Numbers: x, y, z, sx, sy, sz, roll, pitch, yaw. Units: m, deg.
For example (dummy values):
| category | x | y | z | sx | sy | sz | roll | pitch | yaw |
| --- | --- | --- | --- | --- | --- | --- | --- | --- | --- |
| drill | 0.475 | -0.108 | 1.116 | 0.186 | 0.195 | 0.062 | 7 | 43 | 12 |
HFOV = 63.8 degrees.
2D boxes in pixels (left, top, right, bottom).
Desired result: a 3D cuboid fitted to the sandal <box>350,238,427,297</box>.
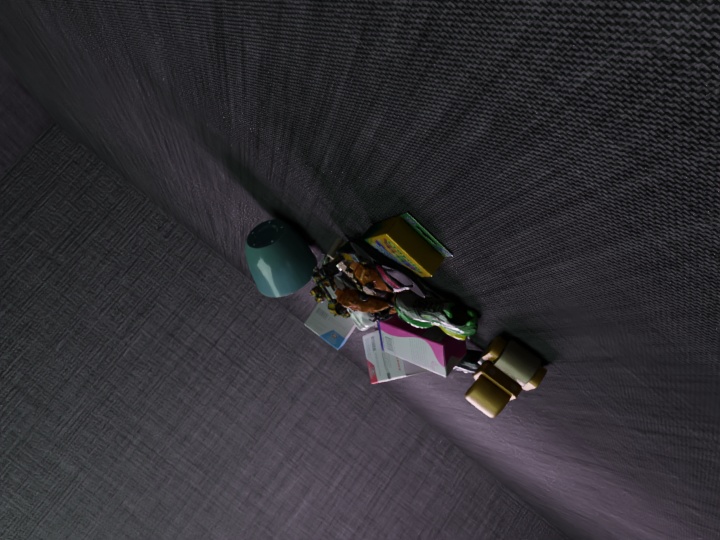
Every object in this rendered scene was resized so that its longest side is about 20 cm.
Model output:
| category | x | y | z | sx | sy | sz | roll | pitch | yaw |
| --- | --- | --- | --- | --- | --- | --- | --- | --- | --- |
| sandal | 0.052 | 0.005 | 1.195 | 0.199 | 0.045 | 0.075 | 34 | 166 | 18 |

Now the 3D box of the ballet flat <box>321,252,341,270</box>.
| category | x | y | z | sx | sy | sz | roll | pitch | yaw |
| --- | --- | --- | --- | --- | --- | --- | --- | --- | --- |
| ballet flat | -0.063 | -0.021 | 1.570 | 0.074 | 0.075 | 0.200 | 39 | 166 | -6 |

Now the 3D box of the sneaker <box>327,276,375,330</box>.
| category | x | y | z | sx | sy | sz | roll | pitch | yaw |
| --- | --- | --- | --- | --- | --- | --- | --- | --- | --- |
| sneaker | -0.018 | 0.074 | 1.603 | 0.088 | 0.076 | 0.200 | -30 | 113 | 33 |

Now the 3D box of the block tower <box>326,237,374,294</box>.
| category | x | y | z | sx | sy | sz | roll | pitch | yaw |
| --- | --- | --- | --- | --- | --- | --- | --- | --- | --- |
| block tower | 0.000 | 0.000 | 1.476 | 0.058 | 0.054 | 0.200 | 20 | 162 | 49 |

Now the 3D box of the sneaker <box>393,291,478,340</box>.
| category | x | y | z | sx | sy | sz | roll | pitch | yaw |
| --- | --- | --- | --- | --- | --- | --- | --- | --- | --- |
| sneaker | 0.171 | 0.086 | 1.292 | 0.197 | 0.079 | 0.086 | 15 | 151 | 9 |

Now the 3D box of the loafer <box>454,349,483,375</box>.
| category | x | y | z | sx | sy | sz | roll | pitch | yaw |
| --- | --- | --- | --- | --- | --- | --- | --- | --- | --- |
| loafer | 0.242 | 0.226 | 1.491 | 0.198 | 0.069 | 0.071 | 15 | 142 | 17 |

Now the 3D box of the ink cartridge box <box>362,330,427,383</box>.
| category | x | y | z | sx | sy | sz | roll | pitch | yaw |
| --- | --- | --- | --- | --- | --- | --- | --- | --- | --- |
| ink cartridge box | 0.097 | 0.238 | 1.671 | 0.200 | 0.083 | 0.147 | -31 | 67 | 58 |

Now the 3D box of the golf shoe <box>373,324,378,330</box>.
| category | x | y | z | sx | sy | sz | roll | pitch | yaw |
| --- | --- | --- | --- | --- | --- | --- | --- | --- | --- |
| golf shoe | 0.067 | 0.116 | 1.689 | 0.093 | 0.072 | 0.200 | 53 | 159 | 4 |

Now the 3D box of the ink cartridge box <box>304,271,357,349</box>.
| category | x | y | z | sx | sy | sz | roll | pitch | yaw |
| --- | --- | --- | --- | --- | --- | --- | --- | --- | --- |
| ink cartridge box | -0.053 | 0.112 | 1.733 | 0.128 | 0.201 | 0.125 | 36 | -176 | 6 |

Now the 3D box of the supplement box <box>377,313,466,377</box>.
| category | x | y | z | sx | sy | sz | roll | pitch | yaw |
| --- | --- | --- | --- | --- | --- | --- | --- | --- | --- |
| supplement box | 0.152 | 0.165 | 1.434 | 0.198 | 0.103 | 0.102 | 19 | 132 | 37 |

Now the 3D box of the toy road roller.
| category | x | y | z | sx | sy | sz | roll | pitch | yaw |
| --- | --- | --- | --- | --- | --- | --- | --- | --- | --- |
| toy road roller | 0.313 | 0.246 | 1.296 | 0.122 | 0.147 | 0.200 | 35 | 166 | 10 |

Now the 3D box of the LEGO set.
| category | x | y | z | sx | sy | sz | roll | pitch | yaw |
| --- | --- | --- | --- | --- | --- | --- | --- | --- | --- |
| LEGO set | -0.013 | 0.016 | 1.346 | 0.115 | 0.199 | 0.155 | 10 | 129 | 62 |

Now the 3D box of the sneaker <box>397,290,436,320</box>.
| category | x | y | z | sx | sy | sz | roll | pitch | yaw |
| --- | --- | --- | --- | --- | --- | --- | --- | --- | --- |
| sneaker | 0.106 | 0.077 | 1.421 | 0.199 | 0.082 | 0.077 | 19 | 157 | 53 |

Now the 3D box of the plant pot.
| category | x | y | z | sx | sy | sz | roll | pitch | yaw |
| --- | --- | --- | --- | --- | --- | --- | --- | --- | --- |
| plant pot | -0.245 | -0.051 | 1.699 | 0.199 | 0.200 | 0.162 | 25 | 149 | 41 |

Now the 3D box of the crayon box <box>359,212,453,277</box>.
| category | x | y | z | sx | sy | sz | roll | pitch | yaw |
| --- | --- | --- | --- | --- | --- | --- | --- | --- | --- |
| crayon box | 0.085 | -0.044 | 1.158 | 0.125 | 0.052 | 0.200 | 41 | 165 | -12 |

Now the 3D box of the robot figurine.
| category | x | y | z | sx | sy | sz | roll | pitch | yaw |
| --- | --- | --- | --- | --- | --- | --- | --- | --- | --- |
| robot figurine | 0.037 | 0.045 | 1.313 | 0.058 | 0.146 | 0.199 | 40 | -166 | 37 |
